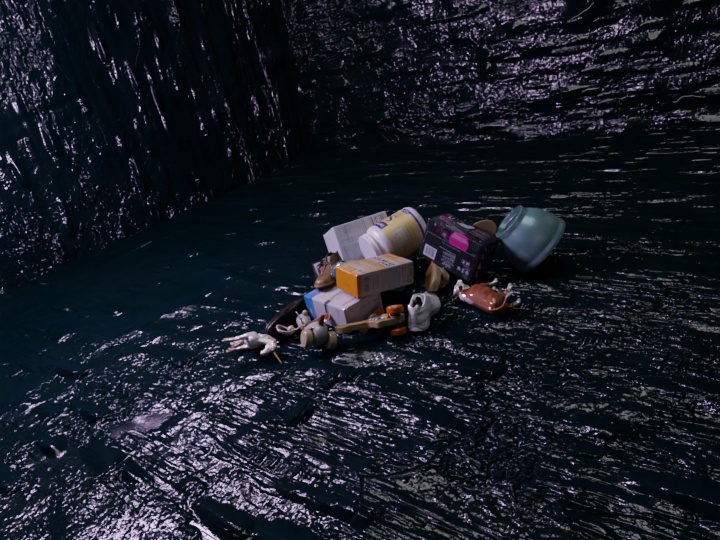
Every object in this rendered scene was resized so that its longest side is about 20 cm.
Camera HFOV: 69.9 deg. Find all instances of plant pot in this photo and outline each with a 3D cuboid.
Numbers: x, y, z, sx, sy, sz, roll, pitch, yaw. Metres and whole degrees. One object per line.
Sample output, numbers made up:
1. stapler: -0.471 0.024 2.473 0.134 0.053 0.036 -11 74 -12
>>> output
1. plant pot: 0.501 -0.113 1.573 0.201 0.134 0.200 -53 6 8

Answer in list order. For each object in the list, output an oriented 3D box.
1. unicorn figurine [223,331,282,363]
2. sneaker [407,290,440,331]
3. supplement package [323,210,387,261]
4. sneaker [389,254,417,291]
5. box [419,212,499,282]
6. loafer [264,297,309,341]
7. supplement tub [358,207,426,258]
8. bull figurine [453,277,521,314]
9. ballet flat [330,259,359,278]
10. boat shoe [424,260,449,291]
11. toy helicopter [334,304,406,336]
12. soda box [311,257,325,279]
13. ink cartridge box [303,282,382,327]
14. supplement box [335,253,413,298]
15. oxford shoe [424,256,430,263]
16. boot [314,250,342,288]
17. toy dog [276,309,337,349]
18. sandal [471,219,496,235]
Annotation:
1. unicorn figurine: -0.313 0.207 1.466 0.137 0.074 0.200 -9 16 -18
2. sneaker: 0.181 0.095 1.463 0.070 0.081 0.200 -4 21 22
3. supplement package: -0.004 -0.102 1.841 0.199 0.148 0.191 -19 1 -14
4. sneaker: 0.130 0.002 1.705 0.081 0.077 0.200 1 25 31
5. box: 0.304 -0.074 1.601 0.200 0.133 0.115 33 35 32
6. loafer: -0.227 0.153 1.569 0.071 0.073 0.200 -12 17 37
7. supplement tub: 0.109 -0.104 1.697 0.200 0.146 0.145 -30 28 -17
8. bull figurine: 0.352 0.069 1.451 0.121 0.065 0.200 -23 26 -15
9. ballet flat: 0.000 0.000 1.621 0.200 0.075 0.074 2 9 -42
10. boat shoe: 0.242 0.020 1.592 0.069 0.074 0.200 23 20 1
11. toy helicopter: 0.025 0.144 1.432 0.199 0.079 0.132 -10 5 -13
12. soda box: -0.096 0.018 1.787 0.063 0.071 0.200 -24 26 -22
13. ink cartridge box: -0.051 0.101 1.560 0.144 0.084 0.200 -28 27 -34
14. supplement box: 0.042 0.011 1.533 0.199 0.074 0.126 -14 20 -30
15. oxford shoe: 0.286 -0.073 1.830 0.200 0.071 0.072 -35 3 -35
16. boot: -0.105 -0.003 1.636 0.073 0.076 0.200 -7 20 18
17. toy dog: -0.137 0.148 1.453 0.132 0.097 0.200 -1 17 -45
18. sandal: 0.368 -0.093 1.674 0.078 0.212 0.070 40 35 8
